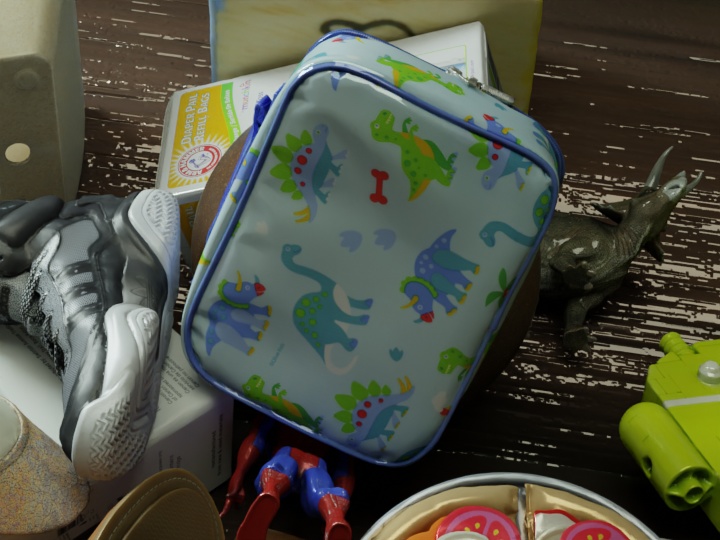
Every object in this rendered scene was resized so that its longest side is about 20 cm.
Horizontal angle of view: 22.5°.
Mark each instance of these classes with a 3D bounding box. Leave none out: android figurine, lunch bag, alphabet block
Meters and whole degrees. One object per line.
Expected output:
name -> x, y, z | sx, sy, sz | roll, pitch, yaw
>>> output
android figurine -> 0.233, 0.093, 1.007 | 0.181, 0.041, 0.200 | -4, 33, -16
lunch bag -> 0.003, -0.013, 0.935 | 0.160, 0.201, 0.083 | 24, 22, -2
alphabet block -> 0.009, -0.169, 1.175 | 0.199, 0.196, 0.197 | 3, 47, 0

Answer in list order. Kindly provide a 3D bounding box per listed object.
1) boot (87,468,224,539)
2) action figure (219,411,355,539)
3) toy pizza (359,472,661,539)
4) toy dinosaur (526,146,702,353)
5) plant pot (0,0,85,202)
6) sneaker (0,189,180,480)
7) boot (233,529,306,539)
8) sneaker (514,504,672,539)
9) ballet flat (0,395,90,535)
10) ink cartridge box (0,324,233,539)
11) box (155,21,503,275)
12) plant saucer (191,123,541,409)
boot -> -0.159, 0.181, 0.861 | 0.154, 0.074, 0.200 | -23, 22, 38
action figure -> -0.034, 0.109, 0.939 | 0.065, 0.052, 0.200 | 18, 12, -4
toy pizza -> 0.079, 0.185, 0.857 | 0.199, 0.032, 0.201 | 4, 60, -6
toy dinosaur -> 0.111, -0.006, 1.113 | 0.199, 0.077, 0.102 | -7, 30, 24
plant pot -> -0.259, -0.119, 1.091 | 0.199, 0.201, 0.177 | -9, 43, -13
sneaker -> -0.157, 0.029, 0.932 | 0.113, 0.076, 0.201 | 5, 39, 0
boot -> -0.026, 0.229, 0.884 | 0.187, 0.069, 0.200 | 19, 37, 21
sneaker -> 0.128, 0.178, 0.920 | 0.199, 0.077, 0.085 | 9, 50, 6
ballet flat -> -0.225, 0.071, 0.887 | 0.199, 0.067, 0.068 | 18, 48, 13
ink cartridge box -> -0.188, 0.095, 0.972 | 0.200, 0.084, 0.144 | -31, 55, -31
box -> -0.009, -0.056, 1.078 | 0.199, 0.113, 0.102 | -11, 43, 12
plant saucer -> 0.000, 0.000, 1.003 | 0.199, 0.201, 0.035 | 10, 17, 6
